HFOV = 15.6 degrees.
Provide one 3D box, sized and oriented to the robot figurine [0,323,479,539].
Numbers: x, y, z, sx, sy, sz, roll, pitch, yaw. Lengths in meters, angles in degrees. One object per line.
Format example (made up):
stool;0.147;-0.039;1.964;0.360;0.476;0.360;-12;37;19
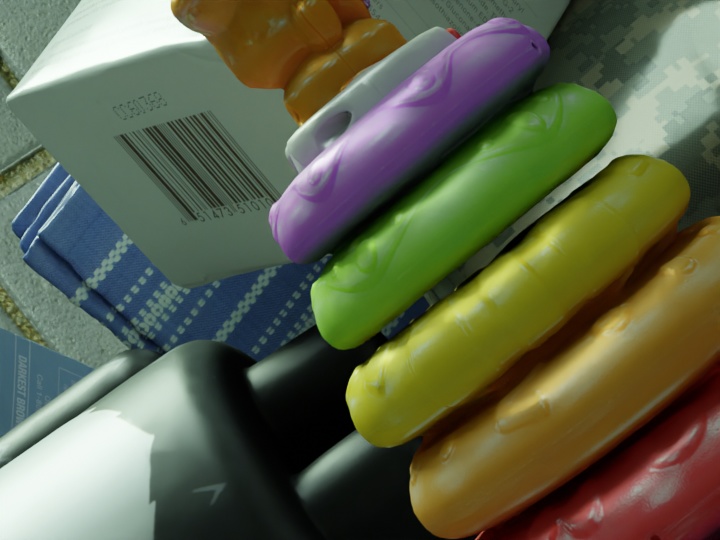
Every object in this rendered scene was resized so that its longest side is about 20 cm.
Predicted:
robot figurine;-0.058;0.098;0.732;0.200;0.125;0.150;-35;6;8

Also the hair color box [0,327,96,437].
hair color box;-0.093;0.094;0.964;0.099;0.200;0.061;-27;51;36

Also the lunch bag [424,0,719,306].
lunch bag;0.083;-0.039;0.756;0.164;0.118;0.200;-38;31;2

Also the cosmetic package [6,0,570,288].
cosmetic package;0.004;-0.097;0.739;0.113;0.081;0.200;-9;39;49

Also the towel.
towel;0.000;0.000;0.851;0.145;0.200;0.024;-54;20;-18

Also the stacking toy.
stacking toy;0.022;-0.008;0.547;0.110;0.200;0.116;-39;-1;1
